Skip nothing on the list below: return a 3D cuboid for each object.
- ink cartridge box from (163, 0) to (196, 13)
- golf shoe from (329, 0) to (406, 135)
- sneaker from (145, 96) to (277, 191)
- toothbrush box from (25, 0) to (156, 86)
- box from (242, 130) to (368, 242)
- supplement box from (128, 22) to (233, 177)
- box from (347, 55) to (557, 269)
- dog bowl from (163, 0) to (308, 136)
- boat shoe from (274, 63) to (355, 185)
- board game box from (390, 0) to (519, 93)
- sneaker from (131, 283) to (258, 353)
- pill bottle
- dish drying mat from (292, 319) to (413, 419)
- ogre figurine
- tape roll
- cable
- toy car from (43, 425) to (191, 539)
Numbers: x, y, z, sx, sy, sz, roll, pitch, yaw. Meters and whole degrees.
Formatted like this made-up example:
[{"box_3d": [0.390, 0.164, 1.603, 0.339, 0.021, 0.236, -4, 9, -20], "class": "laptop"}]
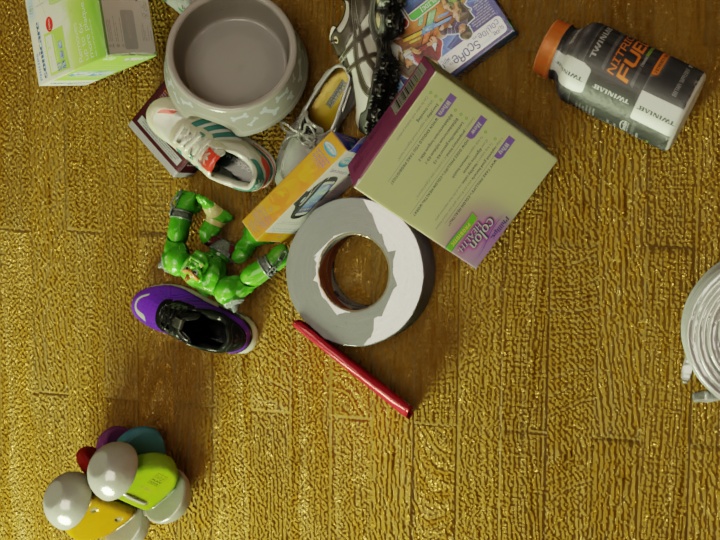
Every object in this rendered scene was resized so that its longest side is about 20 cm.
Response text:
[{"box_3d": [-0.272, -0.438, 1.516, 0.160, 0.200, 0.050, 39, 76, 12], "class": "ink cartridge box"}, {"box_3d": [0.003, -0.278, 1.467, 0.093, 0.078, 0.203, 6, 87, 22], "class": "golf shoe"}, {"box_3d": [-0.207, -0.171, 1.508, 0.198, 0.093, 0.071, 32, 106, -2], "class": "sneaker"}, {"box_3d": [-0.384, -0.352, 1.573, 0.199, 0.085, 0.148, -6, 93, 48], "class": "toothbrush box"}, {"box_3d": [-0.059, -0.118, 1.507, 0.200, 0.119, 0.042, -45, 76, 15], "class": "box"}, {"box_3d": [-0.224, -0.241, 1.583, 0.200, 0.061, 0.109, -45, 81, 17], "class": "supplement box"}, {"box_3d": [0.114, -0.137, 1.419, 0.199, 0.097, 0.177, 32, 105, -16], "class": "box"}, {"box_3d": [-0.170, -0.283, 1.491, 0.197, 0.059, 0.203, 0, 74, 0], "class": "dog bowl"}, {"box_3d": [-0.065, -0.193, 1.521, 0.074, 0.086, 0.203, 38, 104, 12], "class": "boat shoe"}, {"box_3d": [0.093, -0.312, 1.486, 0.199, 0.034, 0.136, -34, 83, 18], "class": "board game box"}, {"box_3d": [-0.250, 0.068, 1.594, 0.197, 0.099, 0.071, 16, 97, 16], "class": "sneaker"}, {"box_3d": [0.315, -0.238, 1.383, 0.198, 0.106, 0.107, 28, 102, 14], "class": "pill bottle"}, {"box_3d": [-0.008, 0.134, 1.535, 0.199, 0.077, 0.018, 38, 88, 12], "class": "dish drying mat"}, {"box_3d": [-0.202, -0.023, 1.580, 0.198, 0.098, 0.121, 30, 85, -2], "class": "ogre figurine"}, {"box_3d": [0.000, 0.000, 1.526, 0.197, 0.066, 0.204, 1, 94, 17], "class": "tape roll"}, {"box_3d": [0.495, 0.074, 1.367, 0.197, 0.069, 0.203, 2, 95, 18], "class": "cable"}, {"box_3d": [-0.357, 0.304, 1.636, 0.199, 0.175, 0.151, -34, 47, 18], "class": "toy car"}]
